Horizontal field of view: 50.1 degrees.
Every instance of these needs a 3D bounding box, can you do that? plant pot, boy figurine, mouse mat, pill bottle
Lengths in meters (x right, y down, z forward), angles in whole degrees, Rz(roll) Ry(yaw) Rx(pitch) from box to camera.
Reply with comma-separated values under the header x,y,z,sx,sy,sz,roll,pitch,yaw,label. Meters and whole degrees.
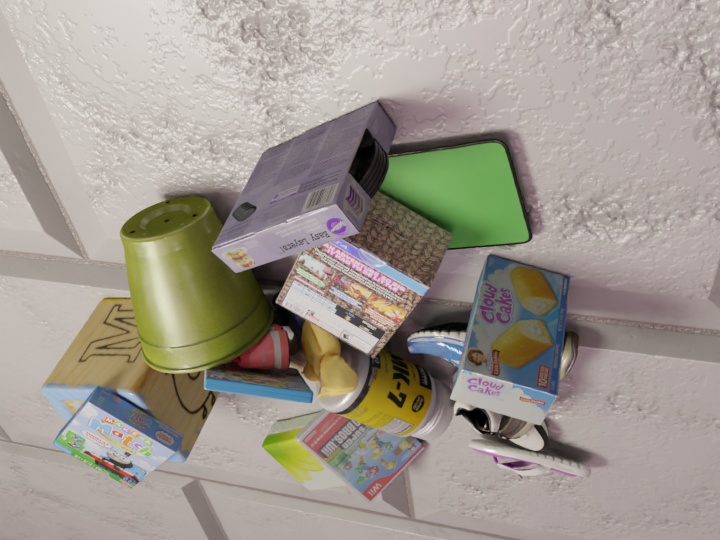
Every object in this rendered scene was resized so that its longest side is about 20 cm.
x,y,z,sx,sy,sz,roll,pitch,yaw,label
-0.245,0.007,1.090,0.200,0.201,0.193,-2,121,23,plant pot
-0.066,0.115,1.111,0.064,0.200,0.125,-7,130,-26,boy figurine
0.102,-0.086,0.958,0.199,0.008,0.161,-3,132,26,mouse mat
0.041,0.186,1.174,0.200,0.115,0.114,26,140,-32,pill bottle

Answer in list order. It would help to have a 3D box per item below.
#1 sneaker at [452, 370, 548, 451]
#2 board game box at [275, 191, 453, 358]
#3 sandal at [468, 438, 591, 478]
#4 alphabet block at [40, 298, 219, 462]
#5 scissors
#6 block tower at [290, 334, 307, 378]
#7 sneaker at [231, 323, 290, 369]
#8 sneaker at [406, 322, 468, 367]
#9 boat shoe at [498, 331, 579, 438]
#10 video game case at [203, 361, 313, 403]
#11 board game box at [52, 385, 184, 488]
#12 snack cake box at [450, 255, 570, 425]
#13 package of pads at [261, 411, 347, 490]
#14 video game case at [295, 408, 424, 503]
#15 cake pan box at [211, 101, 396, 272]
x,y,z,sx,sy,sz,roll,pitch,yaw,label
0.215,0.237,1.209,0.200,0.080,0.074,36,133,-18,sneaker
0.000,0.000,1.016,0.159,0.097,0.200,30,142,-3,board game box
0.275,0.319,1.265,0.202,0.050,0.082,11,173,9,sandal
-0.367,0.181,1.291,0.196,0.200,0.196,0,134,22,alphabet block
0.099,-0.069,0.989,0.199,0.014,0.073,13,135,11,scissors
-0.106,0.142,1.254,0.054,0.058,0.200,42,135,-21,block tower
-0.177,0.095,1.159,0.087,0.200,0.074,-7,106,-26,sneaker
0.150,0.123,1.081,0.200,0.078,0.090,5,98,37,sneaker
0.241,0.156,1.112,0.073,0.075,0.200,25,119,3,boat shoe
-0.149,0.153,1.096,0.143,0.018,0.200,9,180,-11,video game case
-0.384,0.266,1.209,0.151,0.037,0.200,35,135,-14,board game box
0.191,0.082,0.969,0.115,0.200,0.067,16,137,5,snack cake box
-0.059,0.333,1.422,0.200,0.068,0.155,-18,123,36,package of pads
0.003,0.296,1.327,0.200,0.143,0.017,48,175,-27,video game case
-0.061,-0.098,0.898,0.200,0.185,0.052,-18,130,33,cake pan box
